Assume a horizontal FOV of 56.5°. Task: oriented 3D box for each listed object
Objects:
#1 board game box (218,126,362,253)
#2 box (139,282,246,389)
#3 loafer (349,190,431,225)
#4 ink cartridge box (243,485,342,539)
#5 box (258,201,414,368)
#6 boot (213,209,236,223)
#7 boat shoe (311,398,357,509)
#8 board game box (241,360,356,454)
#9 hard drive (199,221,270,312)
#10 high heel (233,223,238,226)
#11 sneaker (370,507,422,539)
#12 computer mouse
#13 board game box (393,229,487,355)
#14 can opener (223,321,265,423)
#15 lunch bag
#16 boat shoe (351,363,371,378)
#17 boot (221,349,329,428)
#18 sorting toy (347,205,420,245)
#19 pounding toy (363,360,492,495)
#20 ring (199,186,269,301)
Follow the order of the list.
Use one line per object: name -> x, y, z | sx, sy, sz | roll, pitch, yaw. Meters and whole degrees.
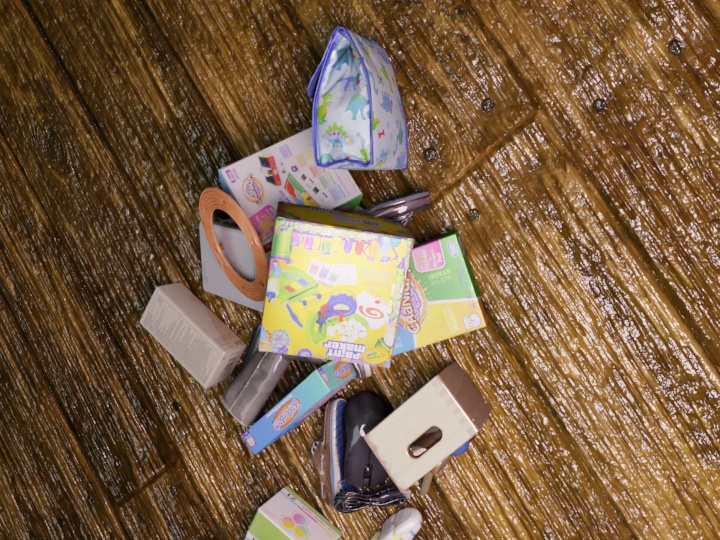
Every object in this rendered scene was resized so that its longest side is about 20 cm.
board game box -> -0.117, -0.139, 1.120 | 0.197, 0.040, 0.155 | -27, 77, -18
box -> -0.328, 0.123, 1.309 | 0.199, 0.077, 0.096 | 41, 111, 16
loafer -> 0.027, -0.076, 1.102 | 0.194, 0.072, 0.065 | -17, 97, 4
ink cartridge box -> -0.143, 0.498, 1.196 | 0.146, 0.199, 0.077 | 33, 109, 17
box -> -0.040, 0.019, 0.987 | 0.194, 0.122, 0.198 | 9, 105, -8
boot -> -0.155, -0.090, 1.153 | 0.195, 0.137, 0.080 | 10, 98, 32
boat shoe -> -0.053, 0.331, 1.205 | 0.071, 0.072, 0.207 | 0, 93, 33
board game box -> -0.096, 0.226, 1.168 | 0.200, 0.151, 0.045 | -44, 79, 24
hard drive -> -0.227, -0.012, 1.206 | 0.197, 0.026, 0.136 | 14, 110, 46
high heel -> -0.169, -0.012, 1.216 | 0.196, 0.071, 0.147 | 16, 110, 32
sneaker -> 0.064, 0.503, 1.176 | 0.105, 0.076, 0.201 | 43, 120, 2
computer mouse -> 0.018, 0.313, 1.153 | 0.134, 0.053, 0.207 | -3, 88, -12
board game box -> 0.089, 0.043, 1.082 | 0.195, 0.040, 0.157 | -20, 96, 18
can opener -> -0.210, 0.193, 1.279 | 0.063, 0.077, 0.206 | 32, 110, 59
lunch bag -> -0.001, -0.262, 1.053 | 0.124, 0.169, 0.207 | 3, 98, 21
boat shoe -> -0.047, 0.097, 1.133 | 0.064, 0.072, 0.204 | -27, 86, -10
boot -> -0.151, 0.184, 1.173 | 0.201, 0.073, 0.181 | -51, 33, -7
sorting toy -> 0.000, 0.000, 1.158 | 0.197, 0.036, 0.189 | 31, 108, 19
pounding toy -> 0.111, 0.271, 1.071 | 0.199, 0.183, 0.143 | -42, 78, 15
ring -> -0.203, -0.043, 1.098 | 0.199, 0.019, 0.204 | 38, 144, 33
